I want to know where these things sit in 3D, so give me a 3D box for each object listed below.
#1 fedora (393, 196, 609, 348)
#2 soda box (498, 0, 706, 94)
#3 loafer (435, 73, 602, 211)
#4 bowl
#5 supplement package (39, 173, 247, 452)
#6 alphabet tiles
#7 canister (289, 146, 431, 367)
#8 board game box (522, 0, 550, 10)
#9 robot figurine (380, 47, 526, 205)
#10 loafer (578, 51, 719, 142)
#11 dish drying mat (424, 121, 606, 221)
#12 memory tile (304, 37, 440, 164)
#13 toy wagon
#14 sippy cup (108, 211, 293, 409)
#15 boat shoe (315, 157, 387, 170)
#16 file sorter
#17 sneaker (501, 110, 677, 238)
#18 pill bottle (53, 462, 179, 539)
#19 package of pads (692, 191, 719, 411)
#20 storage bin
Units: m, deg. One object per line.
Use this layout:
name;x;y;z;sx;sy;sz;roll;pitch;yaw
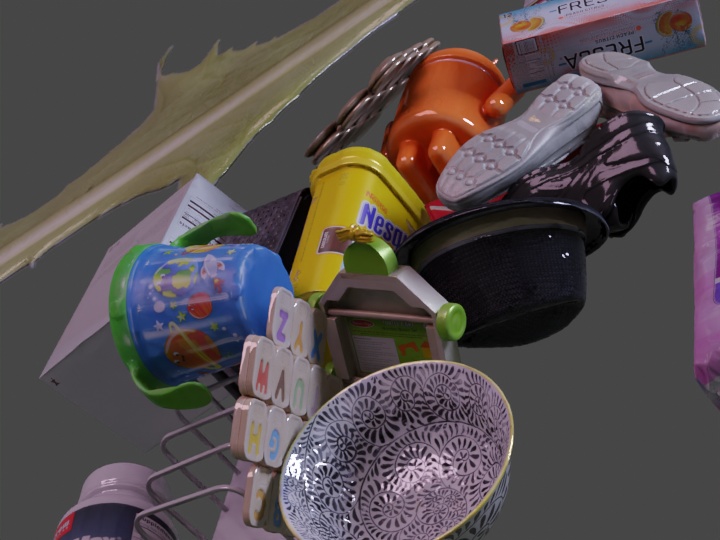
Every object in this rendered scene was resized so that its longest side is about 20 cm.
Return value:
fedora;0.125;0.012;1.408;0.200;0.200;0.092;-23;62;29
soda box;0.243;-0.243;1.627;0.199;0.064;0.068;-13;35;11
loafer;0.156;-0.110;1.529;0.200;0.070;0.070;-34;48;-19
bowl;0.043;0.177;1.289;0.200;0.094;0.201;-17;39;14
supplement package;-0.201;0.047;1.697;0.191;0.147;0.200;-35;25;43
alphabet tiles;-0.058;0.120;1.338;0.015;0.200;0.196;3;77;20
canister;0.000;0.000;1.556;0.086;0.149;0.200;-20;37;31
board game box;0.268;-0.303;1.770;0.200;0.035;0.136;-22;33;31
robot figurine;0.096;-0.157;1.692;0.200;0.116;0.144;-72;7;-46
loafer;0.280;-0.155;1.532;0.072;0.063;0.200;-17;30;-22
dish drying mat;0.160;-0.086;1.573;0.200;0.018;0.077;-26;33;5
memory tile;0.014;-0.183;1.713;0.153;0.017;0.200;-49;-3;21
toy wagon;0.025;0.048;1.397;0.155;0.201;0.040;4;27;37
sippy cup;-0.134;0.033;1.439;0.130;0.140;0.178;-11;83;28
boat shoe;-0.014;-0.096;1.704;0.074;0.062;0.200;-18;-7;-11
file sorter;-0.105;0.175;1.460;0.139;0.125;0.200;-23;33;31
sneaker;0.203;-0.060;1.470;0.200;0.076;0.091;-39;51;28
pill bottle;-0.228;0.277;1.474;0.119;0.120;0.200;-30;30;20
package of pads;0.318;0.010;1.224;0.120;0.076;0.200;-21;34;28
storage bin;-0.074;0.033;1.609;0.094;0.135;0.200;-19;35;36
